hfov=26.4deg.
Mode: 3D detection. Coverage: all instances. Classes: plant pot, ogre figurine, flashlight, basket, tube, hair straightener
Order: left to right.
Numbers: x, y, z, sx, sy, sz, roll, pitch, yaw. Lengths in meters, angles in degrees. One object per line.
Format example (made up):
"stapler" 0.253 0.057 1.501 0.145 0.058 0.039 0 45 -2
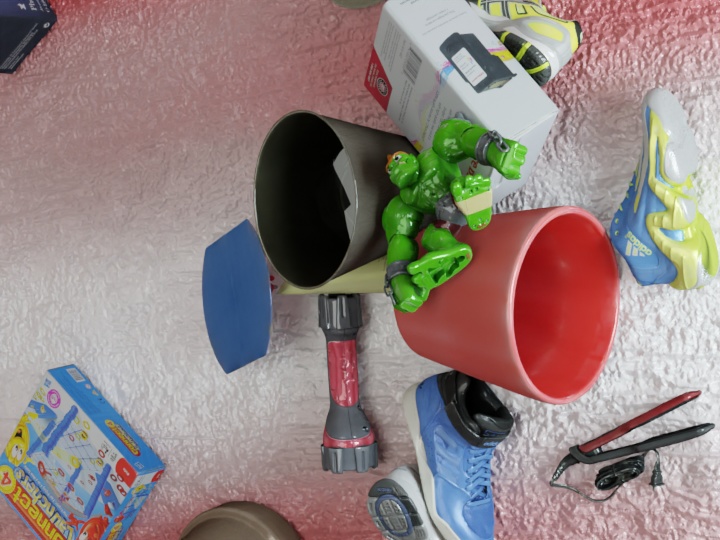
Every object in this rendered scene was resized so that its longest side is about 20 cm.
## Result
"plant pot" -0.177 0.390 1.822 0.198 0.174 0.203 4 98 32
"flashlight" -0.018 0.128 1.752 0.067 0.068 0.203 0 96 34
"basket" -0.001 -0.083 1.637 0.135 0.199 0.183 4 99 35
"tube" 0.000 0.000 1.732 0.198 0.058 0.053 -1 90 33
"ogre figurine" 0.078 -0.066 1.503 0.120 0.097 0.202 -119 36 -48
"plant pot" 0.142 0.030 1.574 0.176 0.199 0.204 5 98 41
"hair straightener" 0.279 0.194 1.577 0.199 0.041 0.078 -30 78 32

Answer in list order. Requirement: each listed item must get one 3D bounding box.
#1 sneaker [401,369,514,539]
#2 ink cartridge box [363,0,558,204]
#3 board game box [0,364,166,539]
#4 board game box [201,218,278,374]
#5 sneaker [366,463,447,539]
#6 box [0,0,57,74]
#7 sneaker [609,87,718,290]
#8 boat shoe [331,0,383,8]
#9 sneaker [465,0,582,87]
"sneaker" 0.122 0.204 1.660 0.111 0.076 0.203 -29 73 42
"ink cartridge box" 0.101 -0.180 1.596 0.201 0.082 0.146 52 155 18
"board game box" -0.374 0.264 2.009 0.200 0.056 0.197 43 115 23
"board game box" -0.132 0.033 1.819 0.200 0.038 0.160 -29 68 59
"sneaker" 0.083 0.303 1.703 0.074 0.087 0.202 -17 104 31
"box" -0.528 -0.366 1.962 0.123 0.197 0.201 -41 74 29
"sneaker" 0.285 -0.075 1.526 0.104 0.075 0.203 -13 89 34
"boat shoe" 0.037 -0.362 1.679 0.200 0.071 0.068 -41 37 36
"sneaker" 0.151 -0.256 1.608 0.200 0.076 0.076 40 155 39
